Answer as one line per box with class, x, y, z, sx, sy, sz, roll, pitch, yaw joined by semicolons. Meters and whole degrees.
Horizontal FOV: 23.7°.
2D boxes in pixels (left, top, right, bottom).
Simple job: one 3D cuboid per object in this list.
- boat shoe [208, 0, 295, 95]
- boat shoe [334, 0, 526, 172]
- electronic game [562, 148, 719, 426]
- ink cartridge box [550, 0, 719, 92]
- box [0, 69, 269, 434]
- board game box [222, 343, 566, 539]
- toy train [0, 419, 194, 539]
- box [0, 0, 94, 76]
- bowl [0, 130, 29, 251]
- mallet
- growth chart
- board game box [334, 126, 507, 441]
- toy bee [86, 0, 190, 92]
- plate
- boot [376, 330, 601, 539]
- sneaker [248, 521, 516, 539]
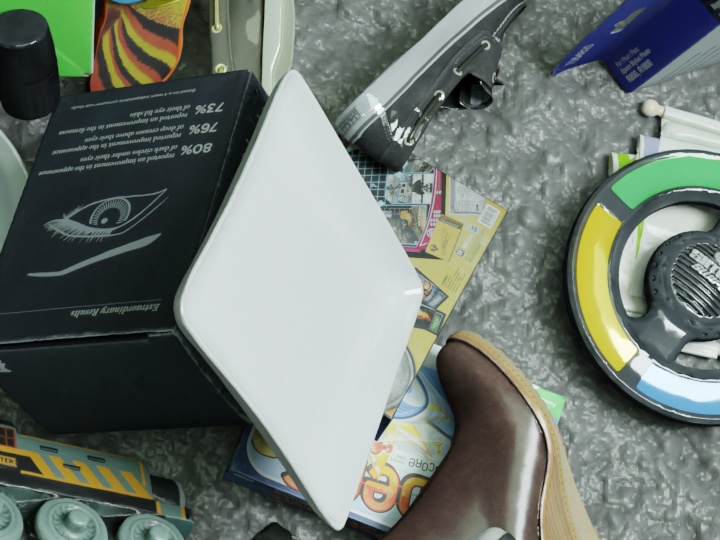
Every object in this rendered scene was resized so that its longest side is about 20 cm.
boat shoe;-0.084;-0.106;1.181;0.060;0.072;0.202;3;77;8
boat shoe;0.066;-0.137;1.208;0.066;0.070;0.200;45;52;1
electronic game;0.239;0.011;1.208;0.199;0.042;0.201;3;74;-10
ink cartridge box;0.257;-0.182;1.205;0.199;0.200;0.041;-20;83;-16
box;-0.129;-0.010;1.051;0.148;0.104;0.201;-4;53;25
board game box;0.024;0.112;1.151;0.199;0.034;0.136;22;69;-5
toy train;-0.191;0.151;1.048;0.199;0.085;0.114;14;37;-26
box;-0.278;-0.214;1.120;0.199;0.097;0.177;-1;45;-13
bowl;-0.307;-0.016;1.093;0.200;0.090;0.202;3;73;-11
mallet;-0.282;-0.119;1.044;0.199;0.066;0.041;-7;47;-18
growth chart;0.233;-0.031;1.250;0.144;0.018;0.201;21;70;-4
board game box;0.000;0.000;1.150;0.135;0.035;0.200;31;53;1
toy bee;-0.131;-0.211;1.157;0.108;0.200;0.131;0;39;-12
plate;-0.037;0.017;1.016;0.032;0.200;0.200;-6;44;30
boot;0.054;0.152;1.082;0.166;0.072;0.200;-23;79;-22
sneaker;-0.008;0.184;1.008;0.200;0.076;0.116;-38;77;16
